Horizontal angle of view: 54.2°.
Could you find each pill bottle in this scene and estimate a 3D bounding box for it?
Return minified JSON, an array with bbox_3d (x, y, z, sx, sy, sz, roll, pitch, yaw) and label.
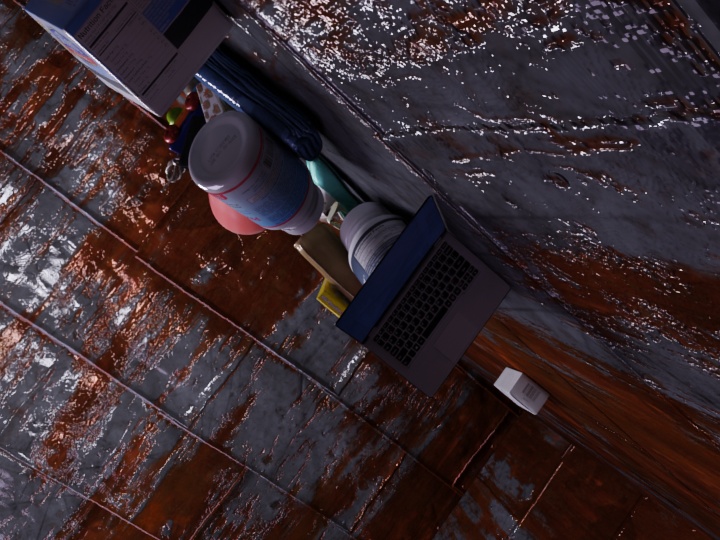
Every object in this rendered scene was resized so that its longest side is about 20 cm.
[{"bbox_3d":[0.050,-0.013,1.067,0.119,0.119,0.201,41,-172,-46],"label":"pill bottle"},{"bbox_3d":[-0.132,-0.122,0.958,0.108,0.110,0.199,35,180,34],"label":"pill bottle"}]

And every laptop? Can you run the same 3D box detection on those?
[{"bbox_3d":[0.087,0.042,0.882,0.199,0.188,0.116,39,177,-13],"label":"laptop"}]

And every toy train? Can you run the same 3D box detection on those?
[{"bbox_3d":[-0.331,-0.255,1.296,0.084,0.201,0.116,23,-157,-43],"label":"toy train"}]

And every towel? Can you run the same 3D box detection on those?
[{"bbox_3d":[-0.137,-0.225,0.939,0.199,0.049,0.112,37,-179,7],"label":"towel"}]

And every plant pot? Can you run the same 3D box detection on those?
[{"bbox_3d":[-0.275,-0.208,1.648,0.199,0.201,0.178,37,168,9],"label":"plant pot"}]

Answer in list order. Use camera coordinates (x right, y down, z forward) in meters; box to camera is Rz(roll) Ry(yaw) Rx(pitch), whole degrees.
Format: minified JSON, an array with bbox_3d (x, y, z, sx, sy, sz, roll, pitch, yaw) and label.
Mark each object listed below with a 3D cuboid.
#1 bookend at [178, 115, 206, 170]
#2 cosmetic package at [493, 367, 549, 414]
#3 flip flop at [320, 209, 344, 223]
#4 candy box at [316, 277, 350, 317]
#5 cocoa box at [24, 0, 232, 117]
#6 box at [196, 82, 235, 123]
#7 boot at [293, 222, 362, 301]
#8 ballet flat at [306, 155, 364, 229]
[{"bbox_3d":[-0.174,-0.187,1.213,0.198,0.094,0.197,20,174,-43],"label":"bookend"},{"bbox_3d":[0.450,0.336,1.979,0.101,0.074,0.200,38,176,3],"label":"cosmetic package"},{"bbox_3d":[-0.076,-0.133,1.461,0.199,0.058,0.081,36,176,41],"label":"flip flop"},{"bbox_3d":[-0.016,0.033,1.216,0.102,0.026,0.201,38,-158,-9],"label":"candy box"},{"bbox_3d":[-0.260,-0.280,0.775,0.131,0.134,0.199,42,175,-42],"label":"cocoa box"},{"bbox_3d":[-0.201,-0.205,1.065,0.041,0.038,0.203,16,-131,-55],"label":"box"},{"bbox_3d":[0.000,0.000,1.179,0.200,0.066,0.175,46,-160,6],"label":"boot"},{"bbox_3d":[-0.039,-0.115,1.181,0.200,0.071,0.067,42,175,-41],"label":"ballet flat"}]
